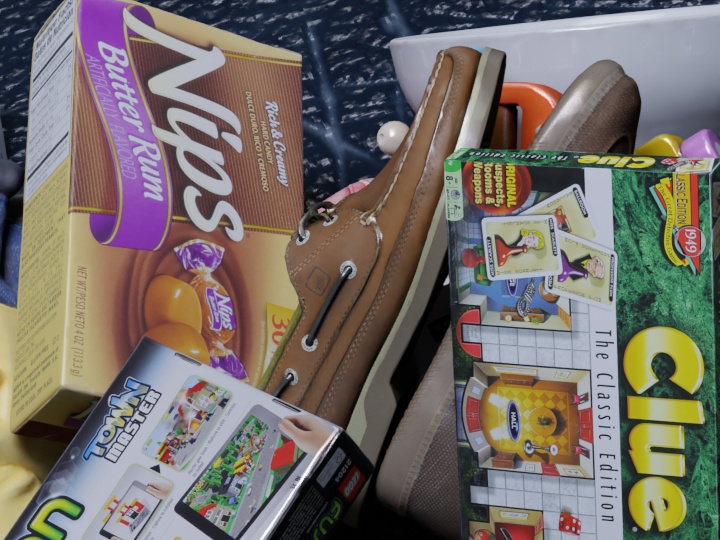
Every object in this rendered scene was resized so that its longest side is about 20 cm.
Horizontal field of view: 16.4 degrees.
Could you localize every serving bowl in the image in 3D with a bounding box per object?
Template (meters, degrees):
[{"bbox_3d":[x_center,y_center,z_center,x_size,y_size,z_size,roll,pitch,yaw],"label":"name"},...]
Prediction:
[{"bbox_3d":[0.114,-0.083,1.138,0.199,0.066,0.200,-5,7,1],"label":"serving bowl"}]

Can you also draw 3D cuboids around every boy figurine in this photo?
[{"bbox_3d":[-0.158,0.057,1.078,0.064,0.124,0.201,-11,66,18],"label":"boy figurine"}]

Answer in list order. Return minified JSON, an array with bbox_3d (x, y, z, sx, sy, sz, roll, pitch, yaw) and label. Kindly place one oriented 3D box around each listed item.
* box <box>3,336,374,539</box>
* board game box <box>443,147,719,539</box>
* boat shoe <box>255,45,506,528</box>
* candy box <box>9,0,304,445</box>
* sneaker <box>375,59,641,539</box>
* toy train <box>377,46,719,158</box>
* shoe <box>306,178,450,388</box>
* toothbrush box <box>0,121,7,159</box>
[{"bbox_3d":[-0.093,0.129,0.938,0.110,0.035,0.201,22,71,37],"label":"box"},{"bbox_3d":[0.085,0.056,0.921,0.104,0.201,0.023,2,16,22],"label":"board game box"},{"bbox_3d":[0.000,0.000,0.988,0.068,0.201,0.072,20,6,8],"label":"boat shoe"},{"bbox_3d":[-0.085,-0.016,1.081,0.116,0.056,0.201,16,57,-26],"label":"candy box"},{"bbox_3d":[0.077,0.018,0.974,0.075,0.201,0.070,27,18,7],"label":"sneaker"},{"bbox_3d":[0.087,0.006,1.027,0.149,0.202,0.056,-4,-1,24],"label":"toy train"},{"bbox_3d":[0.054,-0.014,1.110,0.199,0.072,0.091,-23,43,-2],"label":"shoe"},{"bbox_3d":[-0.293,-0.054,1.239,0.199,0.086,0.146,-6,14,12],"label":"toothbrush box"}]
